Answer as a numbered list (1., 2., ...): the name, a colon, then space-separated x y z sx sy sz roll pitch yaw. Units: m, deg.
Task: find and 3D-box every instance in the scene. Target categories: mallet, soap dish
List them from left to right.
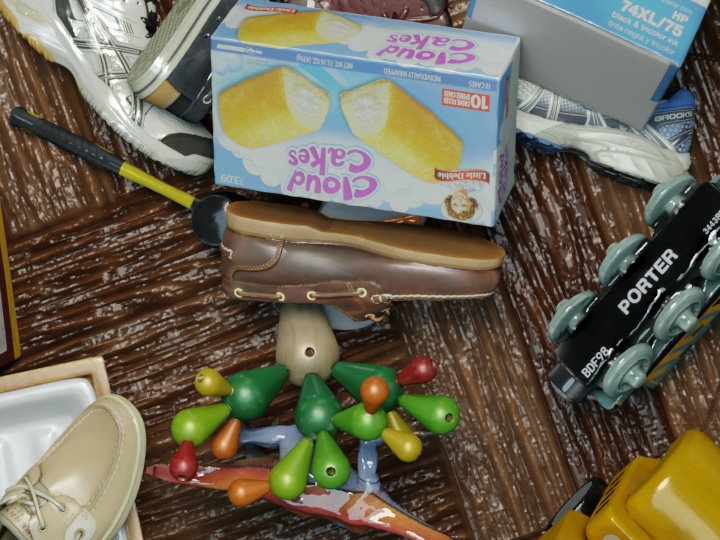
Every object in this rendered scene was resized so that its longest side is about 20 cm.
1. soap dish: -0.263 0.157 1.630 0.199 0.081 0.158 -12 94 6
2. mallet: -0.163 -0.070 1.628 0.199 0.066 0.041 27 96 17

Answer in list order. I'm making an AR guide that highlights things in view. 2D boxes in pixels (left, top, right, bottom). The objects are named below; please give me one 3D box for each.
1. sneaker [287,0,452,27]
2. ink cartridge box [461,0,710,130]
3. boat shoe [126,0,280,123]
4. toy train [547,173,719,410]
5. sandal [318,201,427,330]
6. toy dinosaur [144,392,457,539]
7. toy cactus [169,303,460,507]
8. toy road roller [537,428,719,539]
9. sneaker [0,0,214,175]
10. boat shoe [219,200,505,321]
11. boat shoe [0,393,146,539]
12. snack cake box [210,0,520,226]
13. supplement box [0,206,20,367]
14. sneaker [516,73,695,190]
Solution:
1. sneaker: 0.002 -0.166 1.583 0.115 0.076 0.201 20 96 0
2. ink cartridge box: 0.174 -0.229 1.496 0.145 0.147 0.201 24 77 3
3. boat shoe: -0.086 -0.188 1.574 0.062 0.075 0.201 40 71 -19
4. toy train: 0.214 0.017 1.561 0.085 0.114 0.200 44 101 28
5. sandal: 0.017 -0.052 1.595 0.079 0.059 0.208 25 111 2
6. toy dinosaur: -0.019 0.167 1.581 0.200 0.105 0.181 -34 59 -26
7. toy cactus: -0.037 0.079 1.535 0.199 0.166 0.103 -11 134 0
8. toy road roller: 0.200 0.197 1.539 0.123 0.200 0.146 43 119 0
9. sneaker: -0.166 -0.156 1.596 0.200 0.076 0.088 44 97 -1
10. boat shoe: 0.000 0.000 1.546 0.199 0.070 0.071 9 106 13
11. boat shoe: -0.218 0.174 1.545 0.072 0.065 0.201 38 101 29
12. snack cake box: 0.003 -0.106 1.498 0.199 0.067 0.116 9 123 13
13. supplement box: -0.364 0.020 1.566 0.196 0.200 0.134 -7 94 5
14. sneaker: 0.146 -0.124 1.582 0.199 0.077 0.086 20 87 -5
